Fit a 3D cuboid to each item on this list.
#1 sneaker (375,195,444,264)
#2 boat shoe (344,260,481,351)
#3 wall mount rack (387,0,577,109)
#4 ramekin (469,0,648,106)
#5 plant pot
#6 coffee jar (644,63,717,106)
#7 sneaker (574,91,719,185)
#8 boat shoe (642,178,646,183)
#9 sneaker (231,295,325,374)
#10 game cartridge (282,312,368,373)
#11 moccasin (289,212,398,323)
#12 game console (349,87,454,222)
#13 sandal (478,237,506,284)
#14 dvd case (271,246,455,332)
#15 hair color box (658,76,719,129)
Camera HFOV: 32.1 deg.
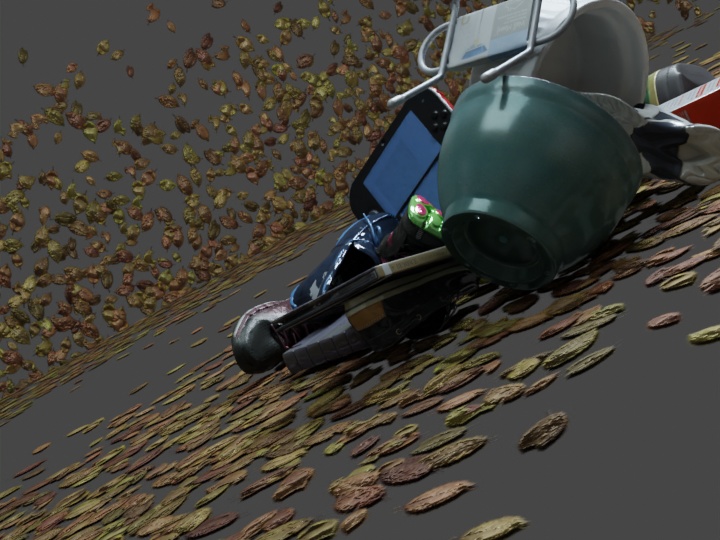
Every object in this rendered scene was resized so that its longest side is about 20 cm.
[{"bbox_3d":[0.062,-0.025,1.380,0.084,0.077,0.200,-50,-5,-7],"label":"sneaker"},{"bbox_3d":[0.060,0.036,1.250,0.074,0.063,0.199,-30,-7,37],"label":"boat shoe"},{"bbox_3d":[0.110,-0.229,1.238,0.199,0.074,0.175,-10,57,42],"label":"wall mount rack"},{"bbox_3d":[0.206,-0.195,1.325,0.200,0.202,0.097,-31,38,-29],"label":"ramekin"},{"bbox_3d":[0.154,-0.068,1.202,0.200,0.200,0.135,-17,38,55],"label":"plant pot"},{"bbox_3d":[0.370,-0.203,1.638,0.104,0.086,0.199,-2,-12,-40],"label":"coffee jar"},{"bbox_3d":[0.270,-0.137,1.292,0.197,0.081,0.130,5,6,-6],"label":"sneaker"},{"bbox_3d":[0.257,-0.096,1.423,0.076,0.072,0.200,-32,-4,-45],"label":"boat shoe"},{"bbox_3d":[-0.066,0.057,1.524,0.115,0.076,0.200,-19,10,35],"label":"sneaker"},{"bbox_3d":[0.015,0.051,1.420,0.129,0.039,0.200,-17,12,41],"label":"game cartridge"},{"bbox_3d":[0.000,0.000,1.481,0.068,0.081,0.200,-15,28,47],"label":"moccasin"},{"bbox_3d":[0.074,-0.106,1.544,0.031,0.177,0.201,7,-52,-42],"label":"game console"},{"bbox_3d":[0.139,-0.040,1.387,0.079,0.088,0.200,-26,9,-2],"label":"sandal"},{"bbox_3d":[0.022,0.012,1.268,0.148,0.016,0.199,-28,-7,38],"label":"dvd case"},{"bbox_3d":[0.408,-0.182,1.480,0.199,0.064,0.111,-26,6,26],"label":"hair color box"}]
